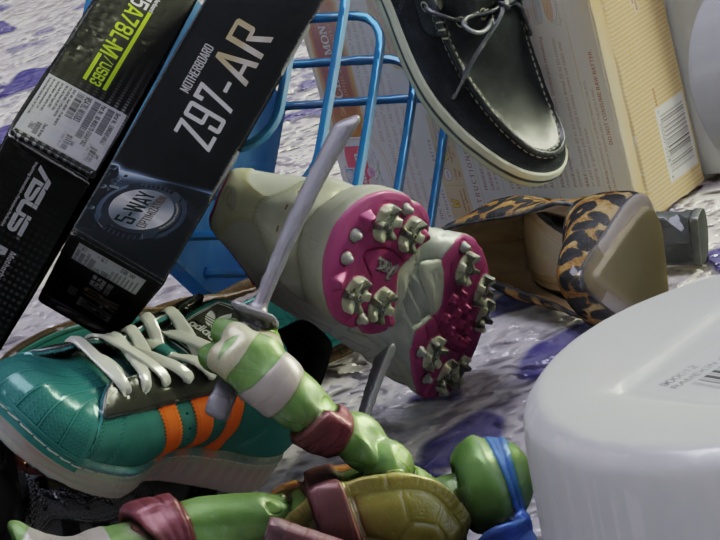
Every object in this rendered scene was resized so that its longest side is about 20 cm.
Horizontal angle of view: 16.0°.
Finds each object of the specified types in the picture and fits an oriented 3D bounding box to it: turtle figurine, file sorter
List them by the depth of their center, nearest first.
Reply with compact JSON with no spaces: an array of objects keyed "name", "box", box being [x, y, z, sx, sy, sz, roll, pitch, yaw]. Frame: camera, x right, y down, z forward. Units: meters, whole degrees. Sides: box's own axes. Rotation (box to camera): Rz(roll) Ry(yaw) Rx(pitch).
[{"name":"turtle figurine","box":[-0.043,0.083,1.014,0.193,0.201,0.144,-24,-15,-11]},{"name":"file sorter","box":[-0.049,-0.074,1.326,0.122,0.200,0.139,-1,65,25]}]

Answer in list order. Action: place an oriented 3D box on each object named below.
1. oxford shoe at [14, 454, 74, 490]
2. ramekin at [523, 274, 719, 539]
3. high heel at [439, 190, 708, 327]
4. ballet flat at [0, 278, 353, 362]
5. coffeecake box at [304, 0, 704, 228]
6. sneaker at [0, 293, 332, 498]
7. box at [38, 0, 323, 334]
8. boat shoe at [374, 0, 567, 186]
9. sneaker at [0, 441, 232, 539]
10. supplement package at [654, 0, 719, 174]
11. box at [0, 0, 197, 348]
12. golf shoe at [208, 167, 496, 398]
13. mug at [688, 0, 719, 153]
[{"name":"oxford shoe","box":[-0.167,0.097,1.191,0.199,0.075,0.071,-1,35,-19]},{"name":"ramekin","box":[0.156,0.071,0.940,0.200,0.098,0.201,-15,19,5]},{"name":"high heel","box":[0.080,-0.002,1.243,0.142,0.072,0.200,-2,6,20]},{"name":"ballet flat","box":[-0.092,0.043,1.303,0.199,0.068,0.072,-19,-2,-10]},{"name":"coffeecake box","box":[0.075,-0.104,1.428,0.199,0.154,0.073,-1,23,39]},{"name":"sneaker","box":[-0.082,0.043,1.061,0.071,0.080,0.200,40,15,25]},{"name":"box","box":[-0.076,-0.058,1.104,0.161,0.043,0.200,-62,6,-12]},{"name":"boat shoe","box":[0.054,-0.136,1.325,0.062,0.201,0.075,-27,1,43]},{"name":"sneaker","box":[-0.134,0.100,1.075,0.075,0.114,0.200,2,25,42]},{"name":"supplement package","box":[0.158,-0.165,1.457,0.155,0.201,0.111,0,24,41]},{"name":"box","box":[-0.148,-0.026,1.136,0.047,0.193,0.200,28,31,-5]},{"name":"golf shoe","box":[0.000,0.000,1.166,0.091,0.200,0.076,21,79,26]},{"name":"mug","box":[0.233,-0.080,1.168,0.149,0.187,0.153,-25,9,-25]}]
